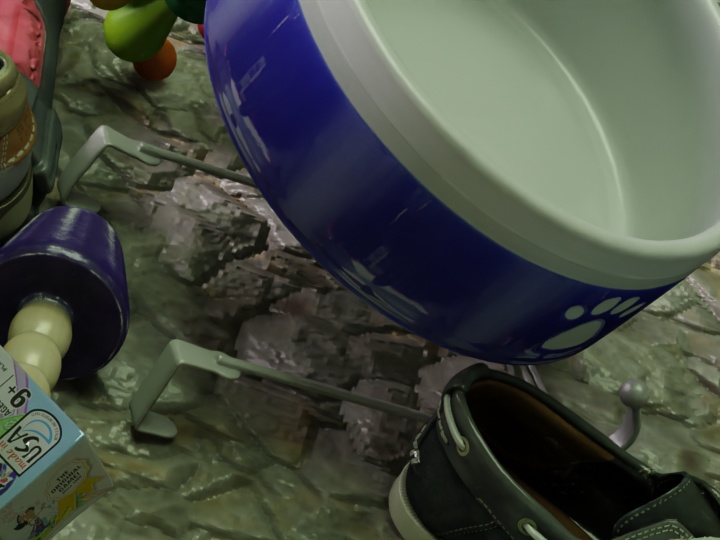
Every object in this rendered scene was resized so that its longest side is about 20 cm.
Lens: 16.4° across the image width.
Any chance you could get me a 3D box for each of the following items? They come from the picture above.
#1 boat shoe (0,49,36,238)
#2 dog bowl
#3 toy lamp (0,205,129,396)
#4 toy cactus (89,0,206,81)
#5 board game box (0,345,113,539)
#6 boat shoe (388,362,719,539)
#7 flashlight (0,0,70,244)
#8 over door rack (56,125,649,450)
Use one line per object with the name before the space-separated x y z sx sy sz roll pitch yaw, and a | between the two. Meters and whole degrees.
boat shoe | -0.211 -0.047 0.853 0.199 0.069 0.075 -6 48 -15
dog bowl | 0.046 -0.070 0.889 0.200 0.079 0.201 25 44 -26
toy lamp | -0.112 0.045 0.819 0.058 0.058 0.200 18 34 -7
toy cactus | -0.039 -0.114 0.997 0.164 0.103 0.200 23 -13 22
board game box | -0.186 0.037 0.738 0.134 0.034 0.200 -41 61 -14
boat shoe | 0.104 0.105 0.852 0.200 0.068 0.072 32 34 12
flashlight | -0.145 -0.096 0.995 0.067 0.068 0.200 15 32 -12
over door rack | 0.000 0.000 0.942 0.199 0.067 0.148 6 35 -24
